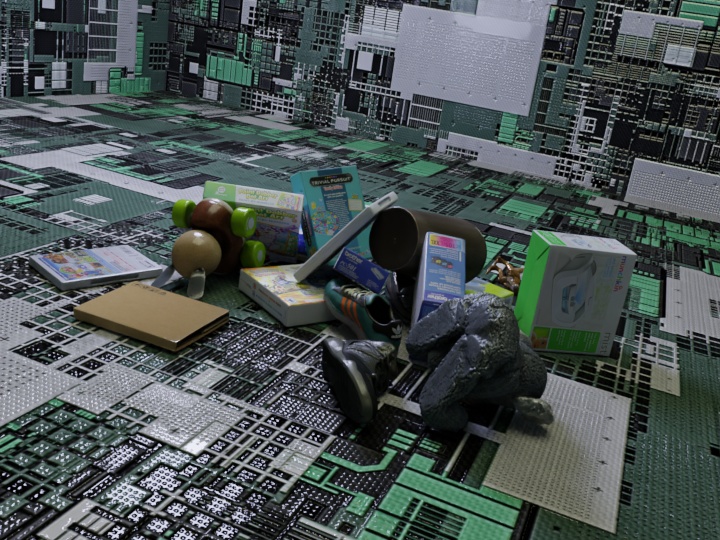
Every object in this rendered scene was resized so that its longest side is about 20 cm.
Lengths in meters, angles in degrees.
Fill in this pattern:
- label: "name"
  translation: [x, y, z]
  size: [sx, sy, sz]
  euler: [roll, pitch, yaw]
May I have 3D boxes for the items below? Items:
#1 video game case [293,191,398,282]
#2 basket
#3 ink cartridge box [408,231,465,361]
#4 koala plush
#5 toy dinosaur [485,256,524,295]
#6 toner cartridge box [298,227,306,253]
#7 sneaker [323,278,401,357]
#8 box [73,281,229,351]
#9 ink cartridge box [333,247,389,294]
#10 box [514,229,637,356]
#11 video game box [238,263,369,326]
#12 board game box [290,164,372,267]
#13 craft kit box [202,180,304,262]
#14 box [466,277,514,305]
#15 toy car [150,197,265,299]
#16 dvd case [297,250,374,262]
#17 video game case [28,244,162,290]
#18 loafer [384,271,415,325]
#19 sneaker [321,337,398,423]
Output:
- label: "video game case"
  translation: [-0.025, -0.066, 1.417]
  size: [0.024, 0.199, 0.182]
  euler: [49, 22, 0]
- label: "basket"
  translation: [0.115, -0.048, 1.420]
  size: [0.177, 0.140, 0.198]
  euler: [11, 1, 38]
- label: "ink cartridge box"
  translation: [0.127, 0.057, 1.256]
  size: [0.074, 0.138, 0.202]
  euler: [10, 43, 1]
- label: "koala plush"
  translation: [0.198, 0.139, 1.085]
  size: [0.198, 0.184, 0.180]
  euler: [28, 34, -30]
- label: "toy dinosaur"
  translation: [0.344, 0.013, 1.714]
  size: [0.105, 0.061, 0.200]
  euler: [36, 27, 3]
- label: "toner cartridge box"
  translation: [-0.146, -0.080, 1.686]
  size: [0.195, 0.044, 0.095]
  euler: [12, 20, 15]
- label: "sneaker"
  translation: [0.009, 0.061, 1.277]
  size: [0.070, 0.081, 0.200]
  euler: [-7, 38, -38]
- label: "box"
  translation: [-0.337, 0.071, 1.230]
  size: [0.196, 0.022, 0.163]
  euler: [16, 20, 17]
- label: "ink cartridge box"
  translation: [0.000, 0.000, 1.387]
  size: [0.093, 0.045, 0.200]
  euler: [29, 0, -2]
- label: "box"
  translation: [0.389, 0.042, 1.393]
  size: [0.172, 0.205, 0.097]
  euler: [6, 19, -11]
- label: "video game box"
  translation: [-0.100, 0.040, 1.406]
  size: [0.197, 0.048, 0.181]
  euler: [-5, 22, -38]
- label: "board game box"
  translation: [-0.056, -0.112, 1.594]
  size: [0.148, 0.205, 0.047]
  euler: [-11, -3, -37]
- label: "craft kit box"
  translation: [-0.218, -0.095, 1.539]
  size: [0.195, 0.199, 0.049]
  euler: [7, 56, -4]
- label: "box"
  translation: [0.201, 0.040, 1.550]
  size: [0.197, 0.049, 0.121]
  euler: [24, 23, 35]
- label: "toy car"
  translation: [-0.297, -0.020, 1.409]
  size: [0.160, 0.160, 0.202]
  euler: [8, 45, 20]
- label: "dvd case"
  translation: [-0.069, -0.038, 1.695]
  size: [0.195, 0.016, 0.149]
  euler: [13, 20, 12]
- label: "video game case"
  translation: [-0.488, -0.008, 1.397]
  size: [0.142, 0.018, 0.197]
  euler: [26, 24, 39]
- label: "loafer"
  translation: [0.091, 0.045, 1.454]
  size: [0.070, 0.064, 0.200]
  euler: [3, 19, -17]
- label: "sneaker"
  translation: [0.015, 0.150, 1.086]
  size: [0.111, 0.078, 0.199]
  euler: [-2, 15, -14]
